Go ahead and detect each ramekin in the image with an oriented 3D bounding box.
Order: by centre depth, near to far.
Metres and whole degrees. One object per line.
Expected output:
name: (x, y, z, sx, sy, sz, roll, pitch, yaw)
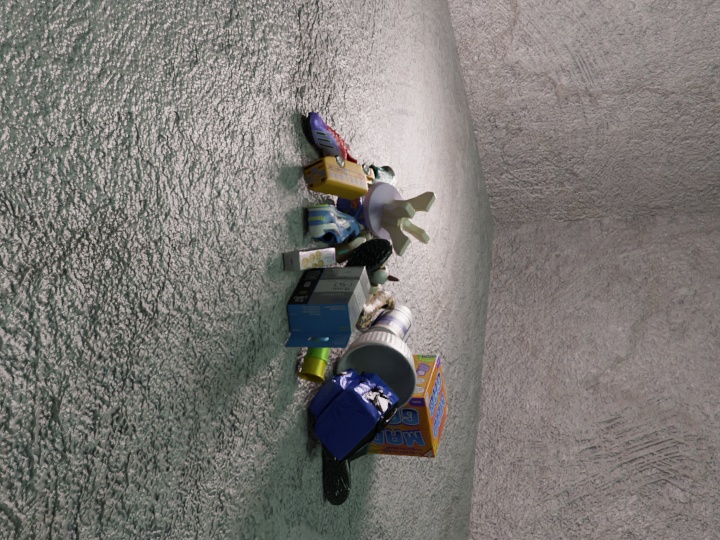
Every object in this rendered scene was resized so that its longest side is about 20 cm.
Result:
ramekin: (0.044, 0.249, 1.626, 0.105, 0.199, 0.201, -69, 151, -68)

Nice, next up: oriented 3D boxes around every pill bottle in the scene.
pill bottle: (0.087, 0.173, 1.862, 0.200, 0.111, 0.112, -46, 131, -63)

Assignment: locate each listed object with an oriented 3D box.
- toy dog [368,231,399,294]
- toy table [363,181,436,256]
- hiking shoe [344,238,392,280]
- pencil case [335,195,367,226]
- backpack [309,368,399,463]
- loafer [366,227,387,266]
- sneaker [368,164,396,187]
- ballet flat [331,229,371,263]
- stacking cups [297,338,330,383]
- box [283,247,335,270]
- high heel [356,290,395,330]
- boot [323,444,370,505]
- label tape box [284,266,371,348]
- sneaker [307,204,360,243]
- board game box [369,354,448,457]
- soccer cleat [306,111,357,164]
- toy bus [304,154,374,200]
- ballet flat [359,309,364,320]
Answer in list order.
toy dog: (0.051, -0.005, 1.718, 0.200, 0.096, 0.132, -85, -171, -54)
toy table: (0.100, -0.134, 1.639, 0.200, 0.117, 0.184, 28, 86, -58)
hiking shoe: (0.000, 0.000, 1.600, 0.076, 0.200, 0.101, 49, -3, 18)
pencil case: (0.018, -0.153, 1.696, 0.200, 0.087, 0.078, 12, 33, -54)
backpack: (-0.006, 0.313, 1.495, 0.168, 0.162, 0.200, 51, 20, 13)
loafer: (0.055, -0.068, 1.859, 0.070, 0.070, 0.201, 11, 77, -61)
sneaker: (0.051, -0.271, 1.869, 0.200, 0.077, 0.092, -65, 143, -54)
ballet flat: (-0.015, -0.072, 1.656, 0.068, 0.072, 0.200, 67, 24, -7)
stacking cups: (-0.089, 0.146, 1.441, 0.061, 0.060, 0.201, 57, 39, -54)
box: (-0.111, -0.027, 1.443, 0.200, 0.039, 0.042, -12, 100, -70)
high heel: (0.037, 0.120, 1.772, 0.200, 0.071, 0.143, 31, 51, -47)
boot: (-0.029, 0.467, 1.595, 0.200, 0.065, 0.166, 3, 87, -74)
label tape box: (-0.074, 0.074, 1.381, 0.200, 0.144, 0.063, -67, 148, -50)
sneaker: (-0.066, -0.097, 1.532, 0.200, 0.074, 0.083, 19, 68, -59)
board game box: (0.118, 0.371, 1.794, 0.200, 0.199, 0.201, -57, 140, -57)
soccer cleat: (-0.068, -0.308, 1.539, 0.200, 0.073, 0.068, 58, 36, -54)
toy bus: (-0.044, -0.219, 1.531, 0.200, 0.065, 0.079, 6, 68, -54)
ballet flat: (-0.043, 0.110, 1.570, 0.200, 0.046, 0.068, -2, 112, -63)
